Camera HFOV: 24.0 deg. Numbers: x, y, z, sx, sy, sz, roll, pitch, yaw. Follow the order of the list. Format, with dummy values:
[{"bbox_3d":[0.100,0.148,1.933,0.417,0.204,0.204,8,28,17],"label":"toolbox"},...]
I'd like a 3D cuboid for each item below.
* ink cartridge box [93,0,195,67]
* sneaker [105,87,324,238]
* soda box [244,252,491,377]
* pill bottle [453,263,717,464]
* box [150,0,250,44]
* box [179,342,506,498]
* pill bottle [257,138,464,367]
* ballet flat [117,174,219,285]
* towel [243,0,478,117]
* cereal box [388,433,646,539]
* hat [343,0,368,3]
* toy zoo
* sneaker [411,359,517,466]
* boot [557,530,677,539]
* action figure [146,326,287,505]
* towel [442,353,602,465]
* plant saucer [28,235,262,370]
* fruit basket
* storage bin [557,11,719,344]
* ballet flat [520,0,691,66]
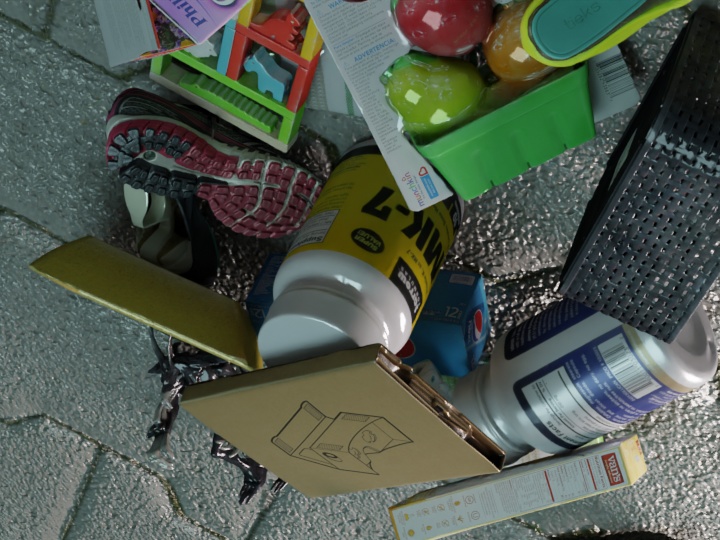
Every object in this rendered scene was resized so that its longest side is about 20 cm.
[{"bbox_3d":[-0.153,-0.206,1.200,0.200,0.050,0.109,-168,63,-72],"label":"ink cartridge box"},{"bbox_3d":[-0.112,-0.092,1.378,0.200,0.075,0.081,24,125,-29],"label":"sneaker"},{"bbox_3d":[0.007,0.038,1.463,0.199,0.064,0.068,6,136,22],"label":"soda box"},{"bbox_3d":[0.175,0.080,1.358,0.200,0.111,0.111,-32,114,32],"label":"pill bottle"},{"bbox_3d":[-0.049,-0.270,1.070,0.097,0.176,0.200,42,127,-17],"label":"box"},{"bbox_3d":[-0.014,0.120,1.293,0.200,0.021,0.163,-15,137,38],"label":"box"},{"bbox_3d":[0.000,0.000,1.325,0.114,0.200,0.114,14,138,13],"label":"pill bottle"},{"bbox_3d":[-0.171,-0.048,1.464,0.073,0.073,0.200,11,137,17],"label":"ballet flat"},{"bbox_3d":[-0.008,-0.171,1.285,0.199,0.031,0.149,10,135,18],"label":"towel"},{"bbox_3d":[0.135,0.182,1.418,0.200,0.144,0.040,-18,84,12],"label":"cereal box"},{"bbox_3d":[0.121,-0.238,1.018,0.165,0.176,0.200,29,131,-6],"label":"hat"},{"bbox_3d":[-0.091,-0.188,1.282,0.131,0.020,0.200,29,143,7],"label":"toy zoo"},{"bbox_3d":[0.063,0.119,1.425,0.200,0.089,0.075,7,177,-38],"label":"sneaker"},{"bbox_3d":[0.277,0.340,1.628,0.182,0.073,0.200,-3,125,48],"label":"boot"},{"bbox_3d":[-0.141,0.144,1.623,0.119,0.102,0.200,-16,127,40],"label":"action figure"},{"bbox_3d":[0.118,0.125,1.517,0.199,0.031,0.149,6,137,19],"label":"towel"},{"bbox_3d":[-0.173,0.026,1.477,0.200,0.049,0.200,23,174,3],"label":"plant saucer"},{"bbox_3d":[0.076,-0.162,1.184,0.185,0.094,0.200,-27,109,5],"label":"fruit basket"},{"bbox_3d":[0.225,-0.062,1.192,0.094,0.135,0.200,25,139,1],"label":"storage bin"},{"bbox_3d":[0.193,-0.197,1.110,0.200,0.067,0.067,-30,92,5],"label":"ballet flat"}]
